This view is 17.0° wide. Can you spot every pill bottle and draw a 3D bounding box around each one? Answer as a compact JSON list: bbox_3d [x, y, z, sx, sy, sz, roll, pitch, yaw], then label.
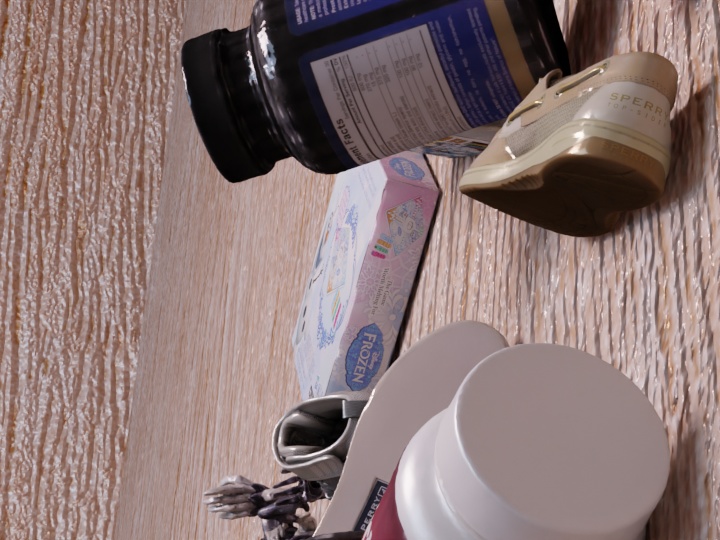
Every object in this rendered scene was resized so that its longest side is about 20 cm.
[{"bbox_3d":[0.008,-0.119,1.334,0.112,0.200,0.112,-17,-90,-79],"label":"pill bottle"},{"bbox_3d":[0.059,0.128,1.073,0.200,0.114,0.114,113,165,-49],"label":"pill bottle"}]

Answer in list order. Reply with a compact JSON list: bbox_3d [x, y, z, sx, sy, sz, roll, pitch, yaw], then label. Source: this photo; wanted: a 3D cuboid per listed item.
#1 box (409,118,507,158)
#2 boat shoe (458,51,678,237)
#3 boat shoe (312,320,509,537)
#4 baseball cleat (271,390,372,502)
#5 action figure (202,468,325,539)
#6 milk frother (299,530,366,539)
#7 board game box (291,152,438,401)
[{"bbox_3d":[0.015,-0.102,1.505,0.200,0.137,0.040,-175,94,-79],"label":"box"},{"bbox_3d":[0.105,-0.062,1.177,0.200,0.072,0.065,154,135,-75],"label":"boat shoe"},{"bbox_3d":[0.031,0.127,1.356,0.200,0.075,0.093,-58,-26,-8],"label":"boat shoe"},{"bbox_3d":[-0.007,0.117,1.476,0.200,0.106,0.070,114,159,-57],"label":"baseball cleat"},{"bbox_3d":[-0.069,0.203,1.741,0.200,0.102,0.119,124,144,-62],"label":"action figure"},{"bbox_3d":[0.006,0.265,1.221,0.180,0.200,0.189,-33,49,30],"label":"milk frother"},{"bbox_3d":[0.000,0.000,1.741,0.200,0.043,0.200,-106,29,-69],"label":"board game box"}]
